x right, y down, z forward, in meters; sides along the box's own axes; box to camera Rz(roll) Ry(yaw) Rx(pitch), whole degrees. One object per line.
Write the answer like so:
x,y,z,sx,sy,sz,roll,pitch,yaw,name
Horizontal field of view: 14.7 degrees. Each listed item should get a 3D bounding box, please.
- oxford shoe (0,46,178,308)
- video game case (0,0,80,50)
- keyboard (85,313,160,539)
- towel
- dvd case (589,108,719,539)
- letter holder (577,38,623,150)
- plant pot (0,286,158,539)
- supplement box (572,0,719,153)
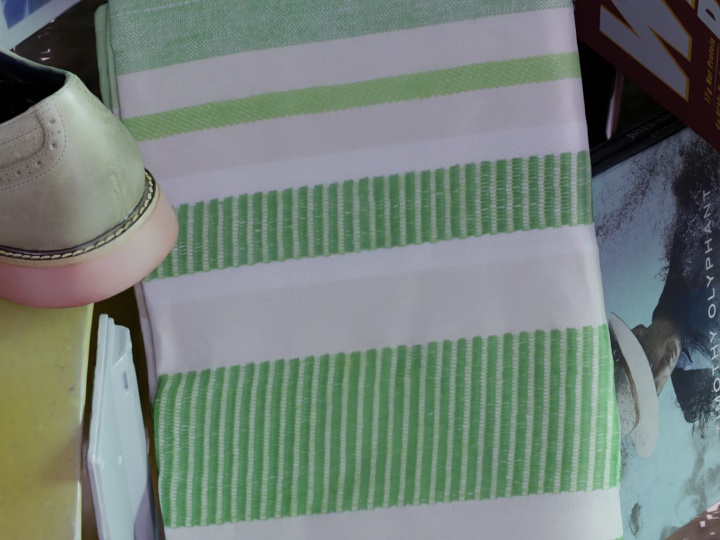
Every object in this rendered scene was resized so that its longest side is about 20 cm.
-0.141,-0.048,0.847,0.071,0.199,0.074,-50,136,-36,oxford shoe
-0.079,-0.193,0.850,0.182,0.023,0.201,-41,134,-39,video game case
-0.071,0.099,0.873,0.011,0.056,0.201,3,138,6,keyboard
0.000,0.000,0.846,0.152,0.023,0.201,-7,91,18,towel
0.127,0.007,0.979,0.200,0.022,0.147,-26,119,-43,dvd case
0.024,0.011,0.938,0.100,0.142,0.201,9,99,-20,letter holder
-0.144,0.083,0.886,0.141,0.200,0.201,-1,103,2,plant pot
0.184,-0.126,0.870,0.199,0.197,0.133,-17,129,-25,supplement box
